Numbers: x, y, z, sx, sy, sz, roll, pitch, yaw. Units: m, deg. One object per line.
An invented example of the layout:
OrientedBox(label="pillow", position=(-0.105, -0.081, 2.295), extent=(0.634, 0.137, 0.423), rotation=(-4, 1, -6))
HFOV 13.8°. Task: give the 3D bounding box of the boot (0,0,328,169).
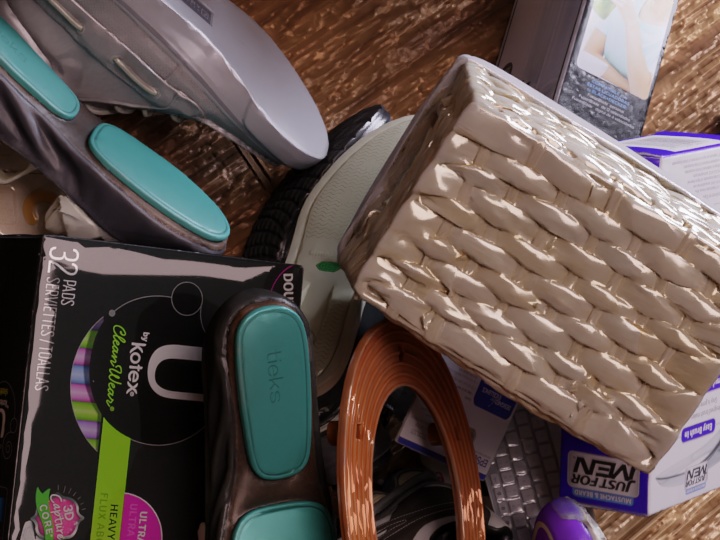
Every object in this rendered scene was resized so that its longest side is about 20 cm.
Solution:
OrientedBox(label="boot", position=(-0.114, -0.113, 1.653), extent=(0.200, 0.096, 0.074), rotation=(45, 29, -21))

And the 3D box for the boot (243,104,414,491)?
OrientedBox(label="boot", position=(-0.004, 0.016, 1.690), extent=(0.132, 0.070, 0.200), rotation=(37, 73, -16))

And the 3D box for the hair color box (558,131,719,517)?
OrientedBox(label="hair color box", position=(0.164, 0.027, 1.652), extent=(0.109, 0.065, 0.200), rotation=(-12, 104, -55))

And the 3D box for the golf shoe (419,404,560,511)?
OrientedBox(label="golf shoe", position=(0.109, 0.057, 1.728), extent=(0.088, 0.077, 0.200), rotation=(32, 62, -10))

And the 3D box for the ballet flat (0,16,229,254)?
OrientedBox(label="ballet flat", position=(-0.162, -0.062, 1.605), extent=(0.200, 0.073, 0.073), rotation=(41, 60, -5))

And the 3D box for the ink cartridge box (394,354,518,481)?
OrientedBox(label="ink cartridge box", position=(0.075, 0.010, 1.636), extent=(0.095, 0.037, 0.200), rotation=(28, 83, -52))

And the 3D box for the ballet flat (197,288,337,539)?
OrientedBox(label="ballet flat", position=(-0.049, 0.108, 1.466), extent=(0.068, 0.068, 0.200), rotation=(-1, 92, -26))

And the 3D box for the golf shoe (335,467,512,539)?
OrientedBox(label="golf shoe", position=(0.001, 0.183, 1.610), extent=(0.200, 0.094, 0.078), rotation=(-45, 128, -29))

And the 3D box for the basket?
OrientedBox(label="basket", position=(0.102, -0.002, 1.523), extent=(0.200, 0.123, 0.136), rotation=(31, 98, -6))

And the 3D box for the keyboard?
OrientedBox(label="keyboard", position=(0.084, 0.068, 1.686), extent=(0.056, 0.011, 0.200), rotation=(-12, 71, -9))

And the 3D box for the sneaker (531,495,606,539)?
OrientedBox(label="sneaker", position=(0.089, 0.223, 1.630), extent=(0.099, 0.070, 0.200), rotation=(-6, 112, -17))

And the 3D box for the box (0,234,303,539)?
OrientedBox(label="box", position=(-0.128, 0.087, 1.535), extent=(0.148, 0.124, 0.200), rotation=(6, 88, -25))

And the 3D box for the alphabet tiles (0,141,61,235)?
OrientedBox(label="alphabet tiles", position=(-0.248, -0.075, 1.610), extent=(0.196, 0.015, 0.200), rotation=(3, 73, -28))

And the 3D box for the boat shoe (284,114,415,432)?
OrientedBox(label="boat shoe", position=(0.000, 0.000, 1.632), extent=(0.200, 0.072, 0.068), rotation=(-63, 152, -27))

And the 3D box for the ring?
OrientedBox(label="ring", position=(0.023, 0.124, 1.523), extent=(0.200, 0.019, 0.201), rotation=(-8, 90, -68))

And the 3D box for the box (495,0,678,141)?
OrientedBox(label="box", position=(0.133, -0.137, 1.776), extent=(0.060, 0.117, 0.200), rotation=(26, 66, -17))
